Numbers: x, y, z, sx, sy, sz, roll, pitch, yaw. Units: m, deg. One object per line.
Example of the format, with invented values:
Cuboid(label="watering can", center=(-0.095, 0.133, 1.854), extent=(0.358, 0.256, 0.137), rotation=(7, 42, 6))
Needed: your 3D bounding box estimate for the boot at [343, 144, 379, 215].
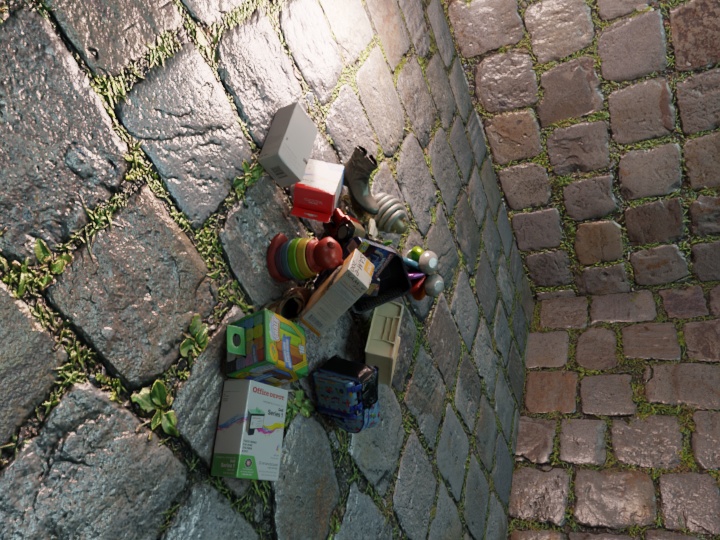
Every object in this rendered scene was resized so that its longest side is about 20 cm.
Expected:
Cuboid(label="boot", center=(0.016, -0.286, 1.686), extent=(0.202, 0.131, 0.067), rotation=(52, 35, 13))

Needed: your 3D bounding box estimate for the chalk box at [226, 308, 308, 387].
Cuboid(label="chalk box", center=(-0.226, 0.177, 1.221), extent=(0.199, 0.121, 0.128), rotation=(35, 40, -52))

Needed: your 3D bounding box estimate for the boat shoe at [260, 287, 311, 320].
Cuboid(label="boat shoe", center=(-0.177, 0.095, 1.396), extent=(0.199, 0.070, 0.078), rotation=(-37, 115, -56))

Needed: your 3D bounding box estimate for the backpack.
Cuboid(label="backpack", center=(-0.036, 0.362, 1.494), extent=(0.133, 0.178, 0.206), rotation=(-28, 120, -49))

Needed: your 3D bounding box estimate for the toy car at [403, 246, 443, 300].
Cuboid(label="toy car", center=(0.214, 0.017, 2.042), extent=(0.147, 0.174, 0.206), rotation=(-22, 106, -21))

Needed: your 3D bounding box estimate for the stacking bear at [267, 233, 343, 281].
Cuboid(label="stacking bear", center=(-0.133, -0.036, 1.374), extent=(0.124, 0.195, 0.115), rotation=(65, 35, -26))

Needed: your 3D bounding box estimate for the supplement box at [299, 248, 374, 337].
Cuboid(label="supplement box", center=(-0.059, 0.056, 1.363), extent=(0.073, 0.200, 0.127), rotation=(40, 24, -11))

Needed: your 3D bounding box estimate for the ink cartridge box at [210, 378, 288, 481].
Cuboid(label="ink cartridge box", center=(-0.245, 0.359, 1.206), extent=(0.144, 0.082, 0.206), rotation=(34, 55, -52))

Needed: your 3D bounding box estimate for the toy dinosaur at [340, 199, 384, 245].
Cuboid(label="toy dinosaur", center=(-0.016, -0.129, 1.622), extent=(0.076, 0.200, 0.103), rotation=(-38, 156, -17))

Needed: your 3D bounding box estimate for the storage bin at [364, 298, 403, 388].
Cuboid(label="storage bin", center=(0.076, 0.230, 1.707), extent=(0.202, 0.091, 0.203), rotation=(89, 14, -54))

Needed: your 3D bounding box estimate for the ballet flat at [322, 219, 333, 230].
Cuboid(label="ballet flat", center=(-0.035, -0.088, 1.589), extent=(0.056, 0.067, 0.201), rotation=(-32, 78, -37))

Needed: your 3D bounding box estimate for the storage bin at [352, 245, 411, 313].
Cuboid(label="storage bin", center=(0.045, 0.026, 1.659), extent=(0.094, 0.195, 0.138), rotation=(-122, -170, -69))

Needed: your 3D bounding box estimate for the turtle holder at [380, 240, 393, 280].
Cuboid(label="turtle holder", center=(0.062, -0.014, 1.798), extent=(0.139, 0.184, 0.135), rotation=(-26, 108, -24))

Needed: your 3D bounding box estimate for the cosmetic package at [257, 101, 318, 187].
Cuboid(label="cosmetic package", center=(-0.193, -0.343, 1.455), extent=(0.113, 0.079, 0.205), rotation=(45, 47, -43))

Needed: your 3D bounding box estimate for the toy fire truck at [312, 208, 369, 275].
Cuboid(label="toy fire truck", center=(-0.099, -0.107, 1.528), extent=(0.127, 0.177, 0.202), rotation=(17, 30, -48))

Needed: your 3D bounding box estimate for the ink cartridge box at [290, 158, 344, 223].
Cuboid(label="ink cartridge box", center=(-0.118, -0.223, 1.483), extent=(0.203, 0.112, 0.069), rotation=(-76, 177, -50))

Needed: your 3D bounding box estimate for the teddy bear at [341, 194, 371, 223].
Cuboid(label="teddy bear", center=(-0.039, -0.163, 1.715), extent=(0.147, 0.066, 0.201), rotation=(56, 44, -23))

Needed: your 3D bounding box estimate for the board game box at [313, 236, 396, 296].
Cuboid(label="board game box", center=(0.000, 0.000, 1.503), extent=(0.197, 0.202, 0.062), rotation=(15, 30, -48))

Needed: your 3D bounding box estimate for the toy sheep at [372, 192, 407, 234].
Cuboid(label="toy sheep", center=(0.088, -0.202, 1.866), extent=(0.200, 0.139, 0.137), rotation=(43, 26, 17))

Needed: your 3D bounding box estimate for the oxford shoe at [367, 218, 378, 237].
Cuboid(label="oxford shoe", center=(0.015, -0.094, 1.774), extent=(0.059, 0.073, 0.202), rotation=(64, 31, -32))
